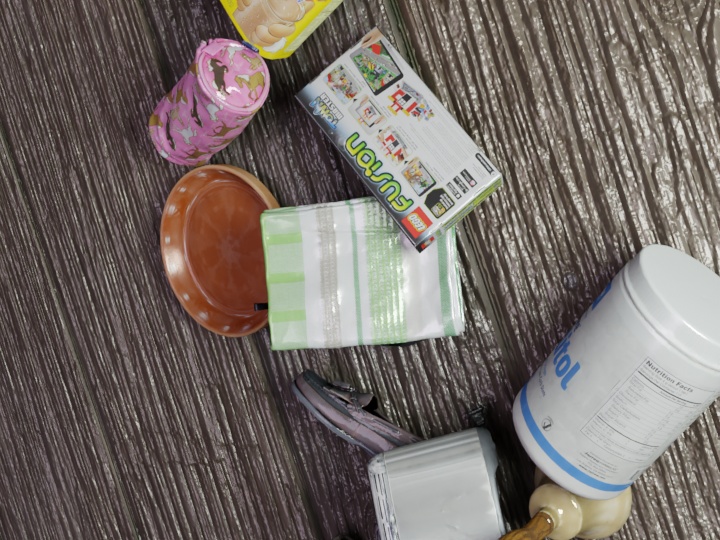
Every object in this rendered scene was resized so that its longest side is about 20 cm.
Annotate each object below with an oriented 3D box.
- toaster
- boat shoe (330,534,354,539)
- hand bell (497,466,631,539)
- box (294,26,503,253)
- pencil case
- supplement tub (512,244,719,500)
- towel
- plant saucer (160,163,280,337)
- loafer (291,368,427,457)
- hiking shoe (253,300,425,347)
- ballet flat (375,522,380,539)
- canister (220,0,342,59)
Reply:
[{"bbox_3d":[0.081,0.240,1.069,0.127,0.114,0.203,-11,78,0],"label":"toaster"},{"bbox_3d":[0.020,0.389,1.214,0.202,0.072,0.061,49,129,21],"label":"boat shoe"},{"bbox_3d":[0.163,0.236,0.990,0.103,0.199,0.106,10,108,33],"label":"hand bell"},{"bbox_3d":[0.037,-0.130,1.064,0.110,0.035,0.201,-38,76,2],"label":"box"},{"bbox_3d":[-0.167,-0.177,1.167,0.200,0.082,0.088,151,126,-61],"label":"pencil case"},{"bbox_3d":[0.236,0.092,0.945,0.132,0.131,0.201,45,123,19],"label":"supplement tub"},{"bbox_3d":[0.000,0.000,1.083,0.197,0.031,0.152,-6,83,7],"label":"towel"},{"bbox_3d":[-0.154,-0.024,1.266,0.198,0.032,0.203,9,106,35],"label":"plant saucer"},{"bbox_3d":[0.015,0.163,1.174,0.199,0.072,0.063,38,101,16],"label":"loafer"},{"bbox_3d":[-0.015,0.050,1.137,0.198,0.100,0.077,4,106,36],"label":"hiking shoe"},{"bbox_3d":[0.085,0.316,1.150,0.198,0.072,0.073,18,112,32],"label":"ballet flat"},{"bbox_3d":[-0.059,-0.328,1.087,0.199,0.086,0.150,-37,80,38],"label":"canister"}]
